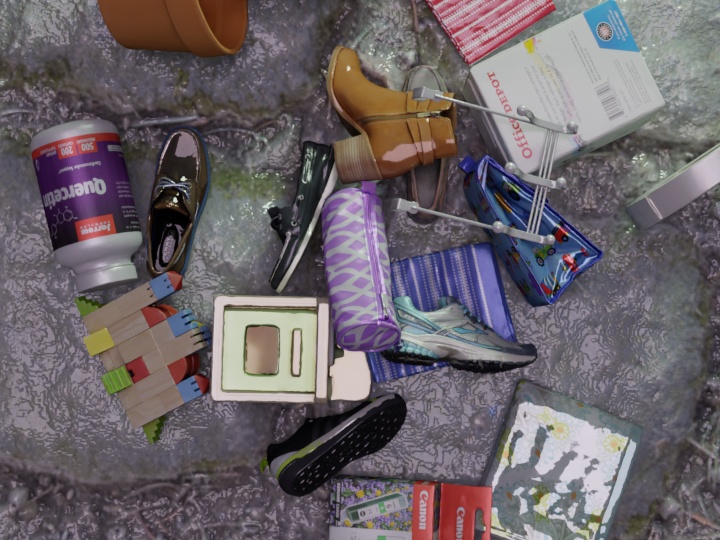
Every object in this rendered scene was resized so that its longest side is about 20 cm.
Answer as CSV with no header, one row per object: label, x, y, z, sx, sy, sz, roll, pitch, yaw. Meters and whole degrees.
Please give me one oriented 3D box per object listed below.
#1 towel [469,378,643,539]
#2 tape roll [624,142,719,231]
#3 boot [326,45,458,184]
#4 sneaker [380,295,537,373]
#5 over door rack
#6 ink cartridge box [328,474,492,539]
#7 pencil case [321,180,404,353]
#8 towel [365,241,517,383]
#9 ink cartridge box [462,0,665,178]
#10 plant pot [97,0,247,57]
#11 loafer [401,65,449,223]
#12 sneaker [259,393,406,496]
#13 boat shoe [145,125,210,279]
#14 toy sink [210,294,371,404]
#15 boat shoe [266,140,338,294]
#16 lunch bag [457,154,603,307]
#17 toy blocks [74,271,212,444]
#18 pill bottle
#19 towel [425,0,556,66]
towel,0.244,0.260,1.702,0.169,0.048,0.202,21,87,0
tape roll,0.413,-0.116,1.645,0.202,0.203,0.037,-34,88,-2
boot,0.040,-0.206,1.675,0.153,0.077,0.202,-13,56,13
sneaker,0.125,0.074,1.657,0.197,0.078,0.088,9,76,-13
over door rack,0.143,-0.120,1.560,0.197,0.067,0.150,13,86,0
ink cartridge box,0.061,0.315,1.677,0.197,0.050,0.111,2,87,14
pencil case,0.000,0.000,1.626,0.083,0.086,0.202,4,59,-25
towel,0.093,0.051,1.699,0.197,0.024,0.147,-12,86,-17
ink cartridge box,0.244,-0.212,1.677,0.198,0.145,0.149,-25,86,-2
plant pot,-0.238,-0.355,1.670,0.138,0.200,0.203,-7,87,16
loafer,0.086,-0.163,1.715,0.071,0.063,0.203,-1,87,-1
sneaker,-0.036,0.199,1.691,0.198,0.072,0.083,-29,46,-20
boat shoe,-0.230,-0.084,1.705,0.071,0.072,0.203,5,87,0
toy sink,-0.082,0.098,1.676,0.197,0.112,0.132,2,87,-1
boat shoe,-0.083,-0.072,1.702,0.065,0.074,0.202,24,84,-5
lunch bag,0.188,-0.058,1.666,0.094,0.151,0.200,-42,88,-3
toy blocks,-0.246,0.095,1.667,0.135,0.100,0.202,-26,87,12
pill bottle,-0.336,-0.079,1.684,0.111,0.112,0.203,-14,87,-1
towel,0.142,-0.383,1.747,0.144,0.022,0.201,-33,89,-4
